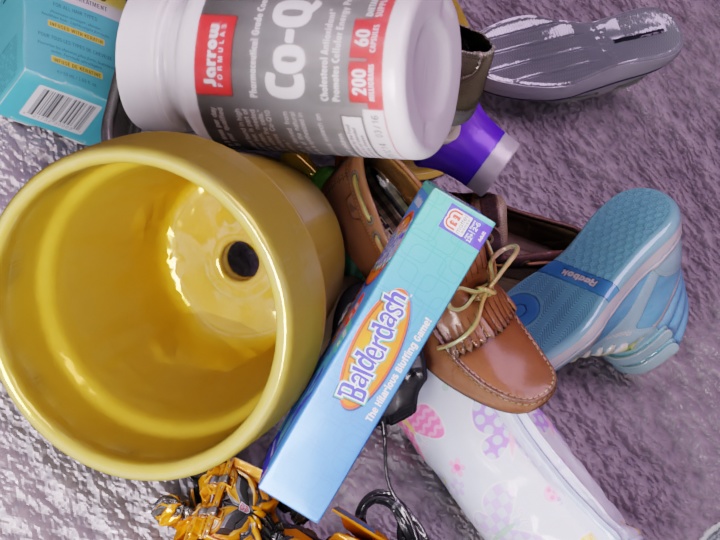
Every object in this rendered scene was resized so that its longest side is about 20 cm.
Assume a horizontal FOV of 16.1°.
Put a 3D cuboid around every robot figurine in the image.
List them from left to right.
[{"bbox_3d":[-0.035,0.186,1.534,0.199,0.058,0.145,33,37,-13],"label":"robot figurine"}]

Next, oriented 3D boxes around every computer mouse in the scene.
[{"bbox_3d":[0.016,0.106,1.611,0.058,0.034,0.201,-6,93,-1],"label":"computer mouse"}]

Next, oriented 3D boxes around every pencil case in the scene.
[{"bbox_3d":[0.100,0.127,1.680,0.083,0.091,0.200,-22,72,-49],"label":"pencil case"}]

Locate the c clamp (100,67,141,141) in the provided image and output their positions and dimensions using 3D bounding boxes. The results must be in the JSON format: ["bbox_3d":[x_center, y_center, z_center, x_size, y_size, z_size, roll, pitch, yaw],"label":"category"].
[{"bbox_3d":[-0.111,-0.098,1.712,0.171,0.027,0.201,54,37,-38],"label":"c clamp"}]

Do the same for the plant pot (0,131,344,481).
[{"bbox_3d":[-0.101,0.008,1.550,0.201,0.201,0.189,48,23,6],"label":"plant pot"}]

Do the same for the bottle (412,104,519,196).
[{"bbox_3d":[0.020,-0.130,1.787,0.200,0.065,0.084,36,53,-1],"label":"bottle"}]

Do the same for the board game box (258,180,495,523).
[{"bbox_3d":[0.009,0.043,1.514,0.045,0.201,0.152,31,2,-2],"label":"board game box"}]

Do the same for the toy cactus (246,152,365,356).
[{"bbox_3d":[0.000,0.000,1.694,0.200,0.102,0.165,35,31,-23],"label":"toy cactus"}]

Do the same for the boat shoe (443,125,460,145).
[{"bbox_3d":[-0.026,-0.133,1.715,0.199,0.060,0.072,30,36,-13],"label":"boat shoe"}]

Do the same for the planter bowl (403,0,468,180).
[{"bbox_3d":[0.021,-0.172,1.889,0.200,0.083,0.201,24,42,-24],"label":"planter bowl"}]

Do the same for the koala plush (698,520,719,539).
[{"bbox_3d":[0.187,0.247,1.557,0.183,0.200,0.178,37,39,-8],"label":"koala plush"}]

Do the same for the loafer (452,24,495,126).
[{"bbox_3d":[0.007,-0.179,1.681,0.199,0.070,0.075,33,36,-10],"label":"loafer"}]

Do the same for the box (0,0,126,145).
[{"bbox_3d":[-0.204,-0.182,1.730,0.082,0.049,0.201,18,45,-28],"label":"box"}]

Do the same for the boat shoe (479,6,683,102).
[{"bbox_3d":[0.163,-0.159,2.017,0.199,0.067,0.074,-7,64,-25],"label":"boat shoe"}]

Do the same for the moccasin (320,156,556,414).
[{"bbox_3d":[0.056,0.004,1.625,0.073,0.078,0.202,-28,79,-34],"label":"moccasin"}]

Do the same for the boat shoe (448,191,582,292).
[{"bbox_3d":[0.080,-0.032,1.820,0.199,0.072,0.072,19,44,-28],"label":"boat shoe"}]

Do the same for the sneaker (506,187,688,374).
[{"bbox_3d":[0.168,0.048,1.825,0.200,0.131,0.079,-41,47,-19],"label":"sneaker"}]

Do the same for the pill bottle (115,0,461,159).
[{"bbox_3d":[-0.046,-0.131,1.602,0.199,0.114,0.114,4,33,22],"label":"pill bottle"}]
